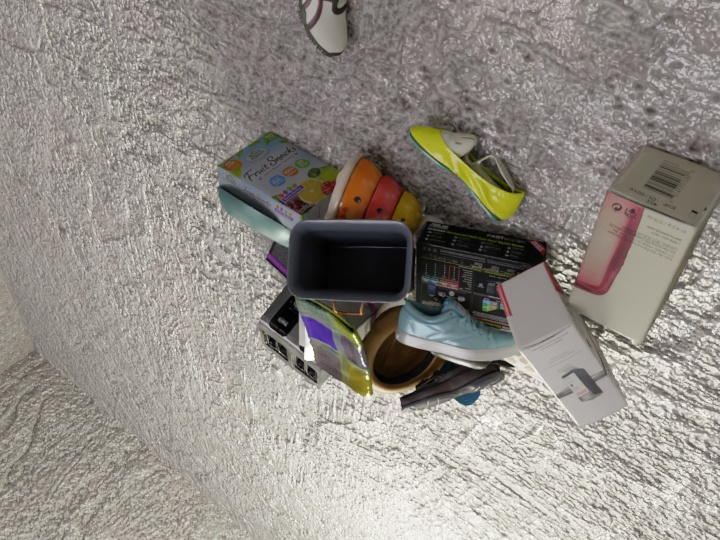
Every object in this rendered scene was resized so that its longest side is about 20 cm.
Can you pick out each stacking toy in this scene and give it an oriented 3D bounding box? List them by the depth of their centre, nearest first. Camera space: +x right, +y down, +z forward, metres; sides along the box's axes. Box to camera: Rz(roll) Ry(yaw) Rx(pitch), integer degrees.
[{"bbox_3d":[0.052,-0.099,1.139,0.199,0.146,0.146,21,139,6],"label":"stacking toy"}]

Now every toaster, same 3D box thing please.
[{"bbox_3d":[-0.120,0.145,1.488,0.181,0.119,0.200,37,159,11],"label":"toaster"}]

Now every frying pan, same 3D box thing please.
[{"bbox_3d":[0.185,0.151,1.184,0.115,0.031,0.190,15,174,35],"label":"frying pan"}]

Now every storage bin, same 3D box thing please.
[{"bbox_3d":[0.000,0.000,1.101,0.199,0.134,0.146,1,85,18],"label":"storage bin"}]

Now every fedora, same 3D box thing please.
[{"bbox_3d":[0.071,0.128,1.228,0.082,0.200,0.201,-121,16,-54],"label":"fedora"}]

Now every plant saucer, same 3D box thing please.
[{"bbox_3d":[-0.186,-0.093,1.276,0.200,0.036,0.200,31,-178,-1],"label":"plant saucer"}]

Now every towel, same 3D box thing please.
[{"bbox_3d":[-0.043,0.131,1.155,0.143,0.023,0.200,31,149,30],"label":"towel"}]

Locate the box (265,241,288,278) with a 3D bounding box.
[{"bbox_3d":[-0.115,-0.034,1.420,0.143,0.036,0.200,43,145,5],"label":"box"}]

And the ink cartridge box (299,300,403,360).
[{"bbox_3d":[-0.023,0.089,1.297,0.125,0.200,0.129,29,140,24],"label":"ink cartridge box"}]

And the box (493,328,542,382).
[{"bbox_3d":[0.245,0.121,1.189,0.200,0.041,0.039,31,141,21],"label":"box"}]

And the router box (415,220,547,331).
[{"bbox_3d":[0.188,0.013,1.088,0.199,0.062,0.150,13,133,17],"label":"router box"}]

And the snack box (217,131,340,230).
[{"bbox_3d":[-0.138,-0.162,1.233,0.200,0.142,0.053,32,141,22],"label":"snack box"}]

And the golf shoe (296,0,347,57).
[{"bbox_3d":[-0.045,-0.405,0.975,0.088,0.077,0.200,9,130,32],"label":"golf shoe"}]

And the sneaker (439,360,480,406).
[{"bbox_3d":[0.146,0.179,1.313,0.200,0.076,0.081,53,169,10],"label":"sneaker"}]

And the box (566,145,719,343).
[{"bbox_3d":[0.356,-0.032,0.860,0.109,0.128,0.200,29,139,24],"label":"box"}]

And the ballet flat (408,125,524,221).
[{"bbox_3d":[0.163,-0.160,1.007,0.200,0.067,0.067,44,123,0],"label":"ballet flat"}]

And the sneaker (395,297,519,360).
[{"bbox_3d":[0.157,0.089,1.080,0.199,0.074,0.082,8,109,4],"label":"sneaker"}]

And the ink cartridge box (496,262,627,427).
[{"bbox_3d":[0.292,0.109,0.987,0.085,0.146,0.200,-29,124,17],"label":"ink cartridge box"}]

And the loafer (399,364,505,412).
[{"bbox_3d":[0.160,0.202,1.235,0.072,0.199,0.063,90,162,-67],"label":"loafer"}]
